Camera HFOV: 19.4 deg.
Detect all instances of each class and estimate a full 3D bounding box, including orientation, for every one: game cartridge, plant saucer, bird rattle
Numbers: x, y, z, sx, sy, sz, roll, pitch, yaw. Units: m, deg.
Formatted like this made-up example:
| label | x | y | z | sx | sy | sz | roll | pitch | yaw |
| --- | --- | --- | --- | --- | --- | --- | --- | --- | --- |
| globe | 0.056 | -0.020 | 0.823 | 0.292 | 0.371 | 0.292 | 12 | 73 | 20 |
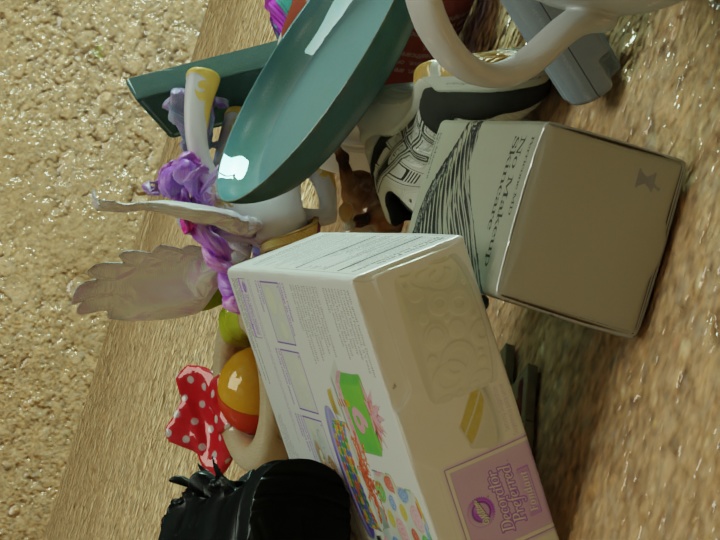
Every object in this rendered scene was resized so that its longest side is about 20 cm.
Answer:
| label | x | y | z | sx | sy | sz | roll | pitch | yaw |
| --- | --- | --- | --- | --- | --- | --- | --- | --- | --- |
| game cartridge | 0.073 | -0.174 | 1.068 | 0.040 | 0.134 | 0.200 | -28 | 23 | 9 |
| plant saucer | -0.067 | -0.135 | 1.512 | 0.070 | 0.198 | 0.019 | 50 | -145 | -52 |
| plant saucer | -0.019 | -0.120 | 1.245 | 0.200 | 0.027 | 0.201 | -50 | 19 | 24 |
| bird rattle | -0.090 | 0.081 | 1.569 | 0.163 | 0.112 | 0.201 | -122 | 45 | -54 |

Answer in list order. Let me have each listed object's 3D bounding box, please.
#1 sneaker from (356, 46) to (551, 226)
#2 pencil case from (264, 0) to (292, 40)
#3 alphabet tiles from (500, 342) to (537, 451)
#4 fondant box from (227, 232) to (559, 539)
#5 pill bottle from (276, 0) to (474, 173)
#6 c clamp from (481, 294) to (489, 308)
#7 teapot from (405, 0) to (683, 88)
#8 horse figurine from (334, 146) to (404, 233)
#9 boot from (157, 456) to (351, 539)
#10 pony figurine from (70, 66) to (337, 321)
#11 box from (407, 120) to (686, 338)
| label | x | y | z | sx | sy | sz | roll | pitch | yaw |
| --- | --- | --- | --- | --- | --- | --- | --- | --- | --- |
| sneaker | 0.059 | -0.071 | 1.169 | 0.200 | 0.075 | 0.088 | 160 | 102 | -72 |
| pencil case | -0.028 | -0.175 | 1.629 | 0.200 | 0.092 | 0.086 | -98 | 17 | -68 |
| alphabet tiles | 0.045 | 0.139 | 1.051 | 0.200 | 0.007 | 0.168 | 120 | 163 | -50 |
| fondant box | 0.010 | 0.060 | 0.974 | 0.145 | 0.058 | 0.200 | 72 | 164 | -8 |
| pill bottle | 0.011 | -0.167 | 1.382 | 0.113 | 0.111 | 0.201 | -90 | 20 | -55 |
| c clamp | 0.031 | 0.078 | 1.138 | 0.200 | 0.027 | 0.172 | -131 | 53 | -75 |
| teapot | 0.084 | -0.203 | 0.857 | 0.197 | 0.145 | 0.201 | -46 | 48 | 28 |
| horse figurine | 0.000 | 0.000 | 1.290 | 0.132 | 0.050 | 0.202 | 5 | -87 | -71 |
| boot | -0.062 | 0.185 | 1.019 | 0.162 | 0.073 | 0.200 | 150 | 128 | -65 |
| pony figurine | -0.095 | -0.038 | 1.460 | 0.167 | 0.191 | 0.201 | 115 | 161 | -61 |
| box | 0.078 | -0.024 | 0.967 | 0.200 | 0.068 | 0.083 | -165 | 91 | -79 |
